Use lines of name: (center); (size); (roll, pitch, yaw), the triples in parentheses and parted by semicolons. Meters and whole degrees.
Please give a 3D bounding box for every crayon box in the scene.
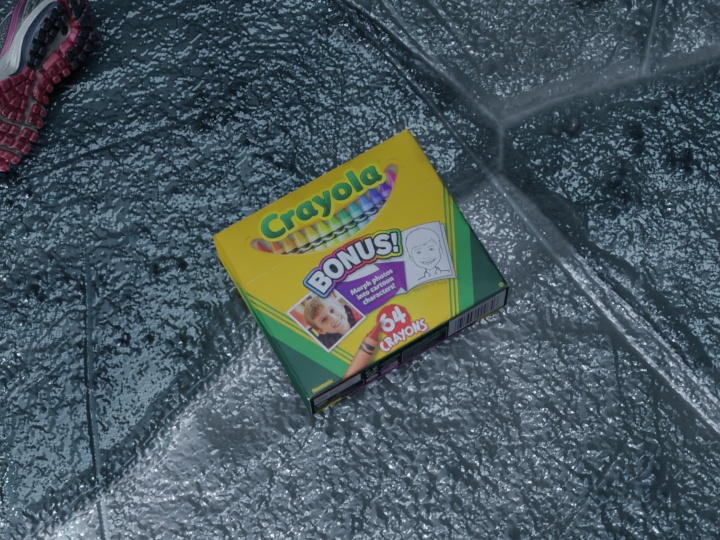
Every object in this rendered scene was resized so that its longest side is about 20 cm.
crayon box: (0.000, 0.000, 1.508); (0.199, 0.058, 0.173); (-29, 72, -8)

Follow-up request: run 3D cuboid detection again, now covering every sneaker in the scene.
sneaker: (-0.320, -0.169, 1.576); (0.074, 0.081, 0.200); (21, 70, 39)
